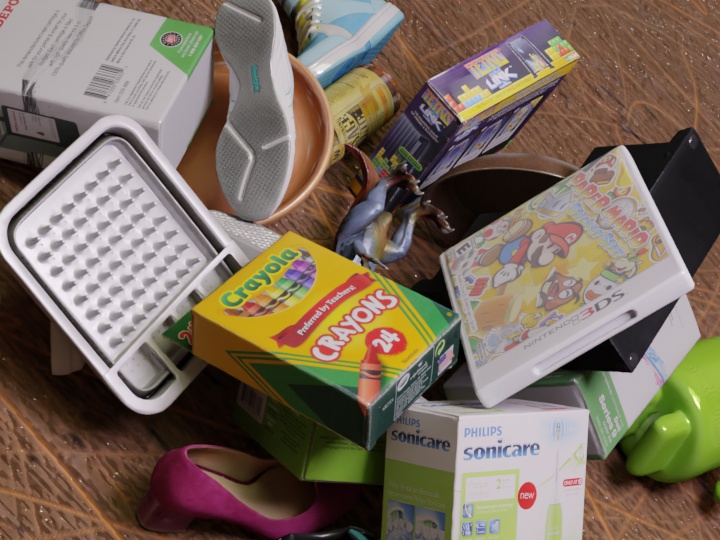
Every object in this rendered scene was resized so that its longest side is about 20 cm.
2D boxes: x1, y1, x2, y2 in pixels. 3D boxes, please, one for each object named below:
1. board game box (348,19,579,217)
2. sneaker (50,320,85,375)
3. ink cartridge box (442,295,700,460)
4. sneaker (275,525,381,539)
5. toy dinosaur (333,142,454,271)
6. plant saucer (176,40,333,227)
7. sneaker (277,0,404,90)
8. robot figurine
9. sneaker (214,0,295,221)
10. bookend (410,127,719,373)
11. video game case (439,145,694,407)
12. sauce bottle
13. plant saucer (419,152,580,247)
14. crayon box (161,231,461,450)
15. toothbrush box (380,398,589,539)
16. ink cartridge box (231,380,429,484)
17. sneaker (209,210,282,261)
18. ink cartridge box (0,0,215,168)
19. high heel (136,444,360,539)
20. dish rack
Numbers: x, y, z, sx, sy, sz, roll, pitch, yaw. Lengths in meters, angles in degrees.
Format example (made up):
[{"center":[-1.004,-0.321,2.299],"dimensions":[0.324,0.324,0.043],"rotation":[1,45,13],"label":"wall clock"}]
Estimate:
[{"center":[0.100,-0.145,1.658],"dimensions":[0.057,0.165,0.200],"rotation":[48,45,11],"label":"board game box"},{"center":[-0.192,0.004,1.412],"dimensions":[0.115,0.074,0.201],"rotation":[8,49,-6],"label":"sneaker"},{"center":[0.191,0.080,1.533],"dimensions":[0.200,0.145,0.088],"rotation":[-45,118,-42],"label":"ink cartridge box"},{"center":[0.009,0.247,1.351],"dimensions":[0.199,0.080,0.072],"rotation":[11,51,-26],"label":"sneaker"},{"center":[0.000,0.000,1.544],"dimensions":[0.181,0.200,0.105],"rotation":[-44,124,-10],"label":"toy dinosaur"},{"center":[-0.124,-0.119,1.545],"dimensions":[0.199,0.038,0.201],"rotation":[1,65,-2],"label":"plant saucer"},{"center":[-0.051,-0.245,1.709],"dimensions":[0.130,0.080,0.200],"rotation":[42,36,2],"label":"sneaker"},{"center":[0.316,0.128,1.609],"dimensions":[0.199,0.116,0.176],"rotation":[-15,53,-39],"label":"robot figurine"},{"center":[-0.083,-0.139,1.494],"dimensions":[0.070,0.080,0.202],"rotation":[-3,80,15],"label":"sneaker"},{"center":[0.181,-0.018,1.470],"dimensions":[0.199,0.199,0.092],"rotation":[-53,122,-29],"label":"bookend"},{"center":[0.155,0.000,1.350],"dimensions":[0.023,0.181,0.200],"rotation":[51,14,-29],"label":"video game case"},{"center":[-0.042,-0.125,1.627],"dimensions":[0.066,0.066,0.200],"rotation":[44,55,6],"label":"sauce bottle"},{"center":[0.156,-0.058,1.598],"dimensions":[0.199,0.200,0.037],"rotation":[20,65,-17],"label":"plant saucer"},{"center":[-0.039,0.043,1.315],"dimensions":[0.199,0.051,0.127],"rotation":[25,45,25],"label":"crayon box"},{"center":[0.094,0.204,1.328],"dimensions":[0.145,0.086,0.201],"rotation":[2,91,-41],"label":"toothbrush box"},{"center":[0.015,0.117,1.413],"dimensions":[0.199,0.076,0.148],"rotation":[6,13,-29],"label":"ink cartridge box"},{"center":[-0.063,0.025,1.447],"dimensions":[0.199,0.082,0.074],"rotation":[31,25,27],"label":"sneaker"},{"center":[-0.240,-0.159,1.473],"dimensions":[0.199,0.084,0.146],"rotation":[14,44,8],"label":"ink cartridge box"},{"center":[-0.073,0.167,1.353],"dimensions":[0.199,0.096,0.068],"rotation":[-4,58,-34],"label":"high heel"},{"center":[-0.187,-0.003,1.353],"dimensions":[0.200,0.043,0.172],"rotation":[53,54,-16],"label":"dish rack"}]
